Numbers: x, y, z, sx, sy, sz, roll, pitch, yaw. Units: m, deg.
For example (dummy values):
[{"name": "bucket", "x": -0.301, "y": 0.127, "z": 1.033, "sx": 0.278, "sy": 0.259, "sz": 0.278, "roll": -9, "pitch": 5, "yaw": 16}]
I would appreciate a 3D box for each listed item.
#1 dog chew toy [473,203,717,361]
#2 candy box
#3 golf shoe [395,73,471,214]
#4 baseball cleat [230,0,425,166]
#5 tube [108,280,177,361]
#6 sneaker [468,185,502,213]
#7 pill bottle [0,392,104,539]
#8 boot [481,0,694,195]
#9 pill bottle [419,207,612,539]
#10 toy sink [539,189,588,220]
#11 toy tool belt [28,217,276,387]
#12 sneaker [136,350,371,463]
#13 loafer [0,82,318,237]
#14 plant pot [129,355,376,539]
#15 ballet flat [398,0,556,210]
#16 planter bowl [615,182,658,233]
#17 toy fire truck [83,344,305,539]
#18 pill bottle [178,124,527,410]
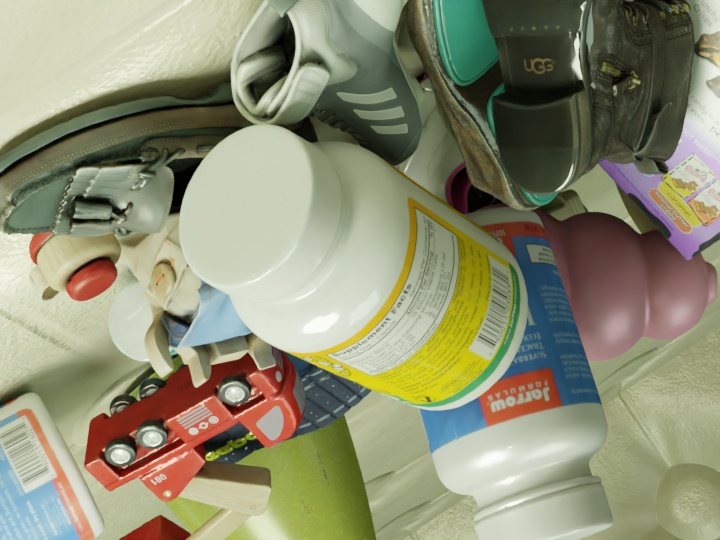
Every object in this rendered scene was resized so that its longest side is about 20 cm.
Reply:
[{"name": "dog chew toy", "x": 0.157, "y": 0.013, "z": 1.036, "sx": 0.197, "sy": 0.126, "sz": 0.125, "roll": -1, "pitch": 163, "yaw": 4}, {"name": "candy box", "x": 0.233, "y": -0.130, "z": 0.919, "sx": 0.200, "sy": 0.168, "sz": 0.072, "roll": -39, "pitch": -175, "yaw": 44}, {"name": "golf shoe", "x": 0.097, "y": -0.112, "z": 0.909, "sx": 0.200, "sy": 0.092, "sz": 0.075, "roll": -42, "pitch": 160, "yaw": 23}, {"name": "baseball cleat", "x": -0.019, "y": -0.101, "z": 0.760, "sx": 0.106, "sy": 0.070, "sz": 0.201, "roll": -38, "pitch": 154, "yaw": -12}, {"name": "tube", "x": -0.113, "y": 0.031, "z": 0.995, "sx": 0.077, "sy": 0.051, "sz": 0.200, "roll": -30, "pitch": 174, "yaw": 11}, {"name": "sneaker", "x": 0.108, "y": -0.081, "z": 1.073, "sx": 0.077, "sy": 0.071, "sz": 0.200, "roll": 2, "pitch": 143, "yaw": -40}, {"name": "pill bottle", "x": -0.283, "y": 0.176, "z": 0.965, "sx": 0.199, "sy": 0.113, "sz": 0.112, "roll": -28, "pitch": 163, "yaw": -15}, {"name": "boot", "x": 0.139, "y": -0.141, "z": 0.808, "sx": 0.173, "sy": 0.069, "sz": 0.203, "roll": -22, "pitch": 119, "yaw": -51}, {"name": "pill bottle", "x": 0.090, "y": 0.073, "z": 0.901, "sx": 0.111, "sy": 0.202, "sz": 0.112, "roll": -16, "pitch": 164, "yaw": -5}, {"name": "toy sink", "x": 0.144, "y": 0.005, "z": 1.231, "sx": 0.198, "sy": 0.113, "sz": 0.130, "roll": -25, "pitch": -176, "yaw": -16}, {"name": "toy tool belt", "x": -0.082, "y": 0.006, "z": 0.844, "sx": 0.199, "sy": 0.124, "sz": 0.125, "roll": -19, "pitch": 158, "yaw": -39}, {"name": "sneaker", "x": -0.077, "y": 0.079, "z": 1.005, "sx": 0.198, "sy": 0.083, "sz": 0.074, "roll": -23, "pitch": 145, "yaw": 11}, {"name": "loafer", "x": -0.100, "y": -0.052, "z": 0.753, "sx": 0.199, "sy": 0.063, "sz": 0.072, "roll": -22, "pitch": 161, "yaw": -36}, {"name": "plant pot", "x": -0.075, "y": 0.166, "z": 1.155, "sx": 0.186, "sy": 0.201, "sz": 0.187, "roll": -30, "pitch": 165, "yaw": -9}, {"name": "ballet flat", "x": 0.058, "y": -0.117, "z": 0.814, "sx": 0.068, "sy": 0.067, "sz": 0.201, "roll": -40, "pitch": 128, "yaw": -23}, {"name": "planter bowl", "x": 0.267, "y": -0.120, "z": 1.109, "sx": 0.199, "sy": 0.135, "sz": 0.200, "roll": -37, "pitch": 167, "yaw": -10}, {"name": "toy fire truck", "x": -0.107, "y": 0.134, "z": 0.954, "sx": 0.199, "sy": 0.049, "sz": 0.141, "roll": -29, "pitch": 124, "yaw": 16}, {"name": "pill bottle", "x": -0.002, "y": -0.001, "z": 0.765, "sx": 0.112, "sy": 0.113, "sz": 0.199, "roll": -38, "pitch": 145, "yaw": 17}]
